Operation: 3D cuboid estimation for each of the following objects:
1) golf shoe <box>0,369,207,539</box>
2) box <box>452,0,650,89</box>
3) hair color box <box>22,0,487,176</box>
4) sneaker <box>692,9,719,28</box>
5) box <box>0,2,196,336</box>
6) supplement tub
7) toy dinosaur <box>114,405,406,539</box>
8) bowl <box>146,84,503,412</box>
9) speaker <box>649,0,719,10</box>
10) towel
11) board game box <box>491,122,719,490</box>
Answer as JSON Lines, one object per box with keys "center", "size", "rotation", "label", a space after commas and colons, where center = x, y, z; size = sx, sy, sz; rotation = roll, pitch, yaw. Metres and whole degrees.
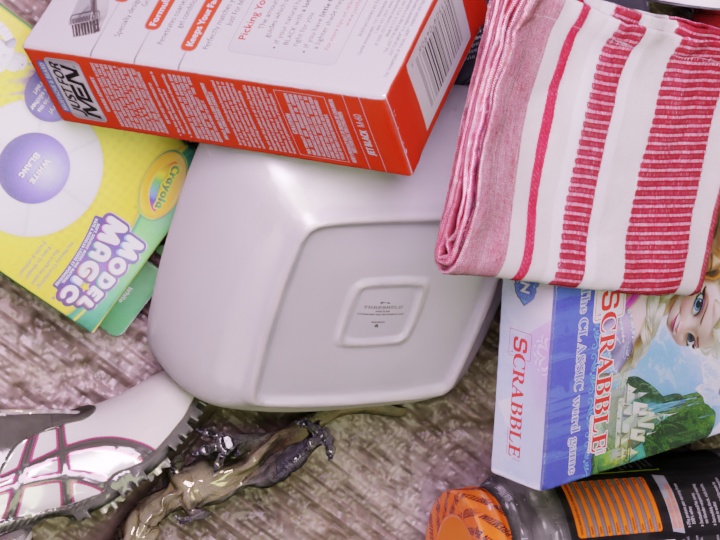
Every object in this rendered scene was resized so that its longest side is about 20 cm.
{"center": [-0.172, 0.101, 1.202], "size": [0.200, 0.077, 0.088], "rotation": [-35, 99, -16], "label": "golf shoe"}
{"center": [0.066, -0.207, 1.123], "size": [0.122, 0.106, 0.200], "rotation": [-18, 142, 2], "label": "box"}
{"center": [-0.051, -0.119, 1.088], "size": [0.111, 0.200, 0.064], "rotation": [-64, 153, -30], "label": "hair color box"}
{"center": [0.219, -0.197, 1.263], "size": [0.112, 0.071, 0.200], "rotation": [40, 82, -31], "label": "sneaker"}
{"center": [-0.169, -0.054, 1.168], "size": [0.200, 0.048, 0.117], "rotation": [36, 91, -29], "label": "box"}
{"center": [0.147, 0.172, 1.323], "size": [0.200, 0.123, 0.123], "rotation": [-2, 107, -21], "label": "supplement tub"}
{"center": [-0.057, 0.105, 1.249], "size": [0.200, 0.088, 0.048], "rotation": [-24, 80, -15], "label": "toy dinosaur"}
{"center": [0.000, 0.000, 1.178], "size": [0.200, 0.075, 0.200], "rotation": [-1, 131, -28], "label": "bowl"}
{"center": [0.193, -0.244, 1.186], "size": [0.081, 0.081, 0.200], "rotation": [2, 103, -22], "label": "speaker"}
{"center": [0.124, -0.061, 1.103], "size": [0.200, 0.023, 0.144], "rotation": [6, 99, -44], "label": "towel"}
{"center": [0.158, 0.002, 1.200], "size": [0.199, 0.041, 0.200], "rotation": [-13, 112, -41], "label": "board game box"}
